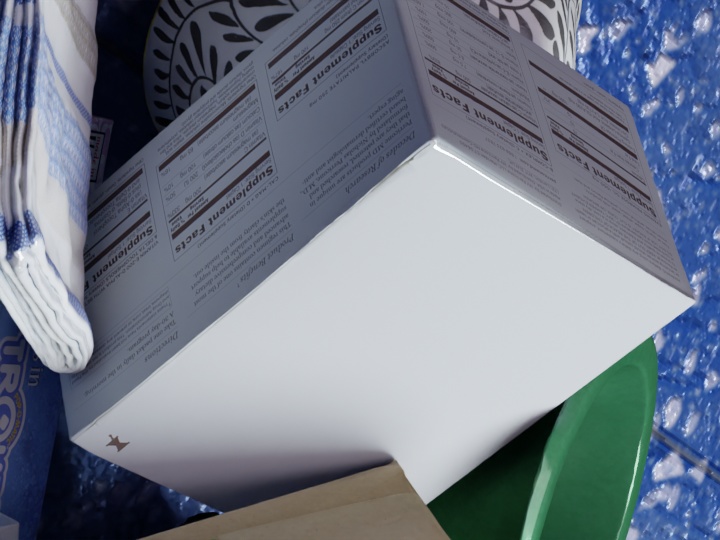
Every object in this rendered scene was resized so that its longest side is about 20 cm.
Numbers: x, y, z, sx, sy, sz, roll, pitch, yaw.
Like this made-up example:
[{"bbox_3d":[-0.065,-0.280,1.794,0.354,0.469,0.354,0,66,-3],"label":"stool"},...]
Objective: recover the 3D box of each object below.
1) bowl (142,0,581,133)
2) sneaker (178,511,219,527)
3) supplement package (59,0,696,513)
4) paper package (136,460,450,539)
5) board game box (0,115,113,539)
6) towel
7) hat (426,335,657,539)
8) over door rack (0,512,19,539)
[{"bbox_3d":[0.015,-0.069,1.241,0.200,0.094,0.201,-12,139,-11],"label":"bowl"},{"bbox_3d":[-0.105,0.154,1.297,0.199,0.077,0.112,22,77,-32],"label":"sneaker"},{"bbox_3d":[0.000,0.000,1.152,0.200,0.111,0.156,-38,133,26],"label":"supplement package"},{"bbox_3d":[-0.053,0.194,1.137,0.199,0.104,0.191,-15,130,-24],"label":"paper package"},{"bbox_3d":[-0.186,0.025,1.145,0.199,0.043,0.201,6,95,-60],"label":"board game box"},{"bbox_3d":[-0.113,-0.073,1.089,0.147,0.024,0.201,78,13,-70],"label":"towel"},{"bbox_3d":[0.017,0.091,1.255,0.166,0.176,0.201,-35,139,-59],"label":"hat"},{"bbox_3d":[-0.177,0.054,1.057,0.200,0.066,0.148,-18,117,-58],"label":"over door rack"}]
